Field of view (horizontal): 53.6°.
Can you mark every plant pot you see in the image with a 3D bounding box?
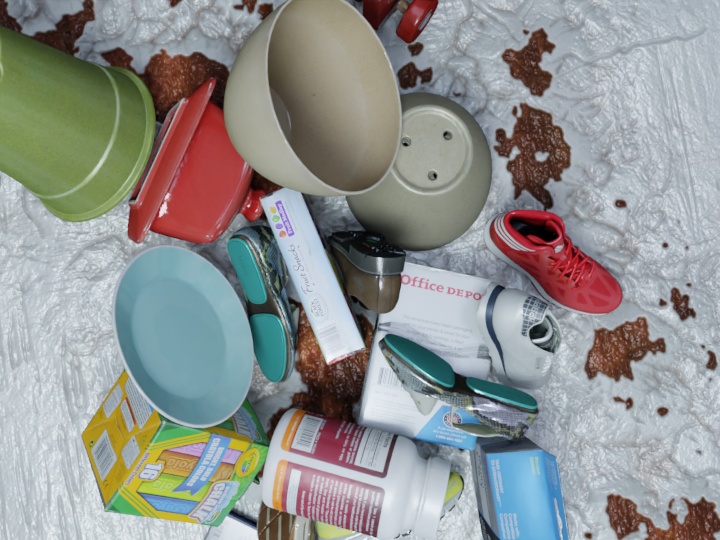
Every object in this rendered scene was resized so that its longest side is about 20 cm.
[{"bbox_3d":[-0.367,-0.177,0.797,0.197,0.190,0.204,-6,75,22],"label":"plant pot"},{"bbox_3d":[-0.068,-0.170,0.754,0.133,0.199,0.204,-8,86,41],"label":"plant pot"}]

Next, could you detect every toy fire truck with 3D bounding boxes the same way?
[{"bbox_3d":[0.068,-0.389,0.865,0.112,0.168,0.201,39,87,1],"label":"toy fire truck"}]

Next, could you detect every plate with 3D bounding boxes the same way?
[{"bbox_3d":[-0.191,0.071,0.769,0.025,0.199,0.203,-23,88,29],"label":"plate"}]

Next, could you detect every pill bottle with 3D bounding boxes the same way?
[{"bbox_3d":[-0.003,0.234,0.805,0.197,0.113,0.115,13,87,9],"label":"pill bottle"}]

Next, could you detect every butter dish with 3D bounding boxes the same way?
[{"bbox_3d":[-0.181,-0.105,0.854,0.146,0.199,0.203,25,86,-23],"label":"butter dish"}]

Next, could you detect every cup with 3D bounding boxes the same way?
[{"bbox_3d":[0.075,-0.132,0.865,0.196,0.143,0.204,0,86,-1],"label":"cup"}]

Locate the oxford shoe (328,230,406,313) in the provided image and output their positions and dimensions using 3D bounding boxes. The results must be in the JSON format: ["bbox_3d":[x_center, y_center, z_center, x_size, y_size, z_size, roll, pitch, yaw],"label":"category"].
[{"bbox_3d":[0.000,0.000,0.836,0.071,0.200,0.086,-1,105,-10],"label":"oxford shoe"}]

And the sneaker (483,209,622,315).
[{"bbox_3d":[0.247,-0.007,0.876,0.198,0.116,0.079,28,86,0],"label":"sneaker"}]

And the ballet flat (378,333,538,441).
[{"bbox_3d":[0.102,0.142,0.808,0.198,0.072,0.073,24,87,0],"label":"ballet flat"}]

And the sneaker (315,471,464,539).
[{"bbox_3d":[0.031,0.279,0.877,0.197,0.078,0.092,-19,81,-4],"label":"sneaker"}]

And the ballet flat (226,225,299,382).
[{"bbox_3d":[-0.107,0.039,0.884,0.073,0.074,0.203,-11,110,-2],"label":"ballet flat"}]

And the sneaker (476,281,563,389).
[{"bbox_3d":[0.201,0.091,0.839,0.079,0.200,0.077,8,63,34],"label":"sneaker"}]

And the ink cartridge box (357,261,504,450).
[{"bbox_3d":[0.084,0.102,0.882,0.143,0.084,0.204,12,87,-1],"label":"ink cartridge box"}]

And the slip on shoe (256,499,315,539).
[{"bbox_3d":[-0.080,0.335,0.858,0.075,0.060,0.203,-24,50,30],"label":"slip on shoe"}]

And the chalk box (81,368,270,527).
[{"bbox_3d":[-0.191,0.201,0.821,0.199,0.125,0.125,27,103,-43],"label":"chalk box"}]

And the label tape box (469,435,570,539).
[{"bbox_3d":[0.177,0.269,0.817,0.062,0.200,0.147,-9,87,-2],"label":"label tape box"}]

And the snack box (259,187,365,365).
[{"bbox_3d":[-0.053,0.005,0.854,0.052,0.142,0.203,-22,88,-1],"label":"snack box"}]

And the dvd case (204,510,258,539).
[{"bbox_3d":[-0.120,0.408,0.890,0.198,0.025,0.152,26,87,1],"label":"dvd case"}]
